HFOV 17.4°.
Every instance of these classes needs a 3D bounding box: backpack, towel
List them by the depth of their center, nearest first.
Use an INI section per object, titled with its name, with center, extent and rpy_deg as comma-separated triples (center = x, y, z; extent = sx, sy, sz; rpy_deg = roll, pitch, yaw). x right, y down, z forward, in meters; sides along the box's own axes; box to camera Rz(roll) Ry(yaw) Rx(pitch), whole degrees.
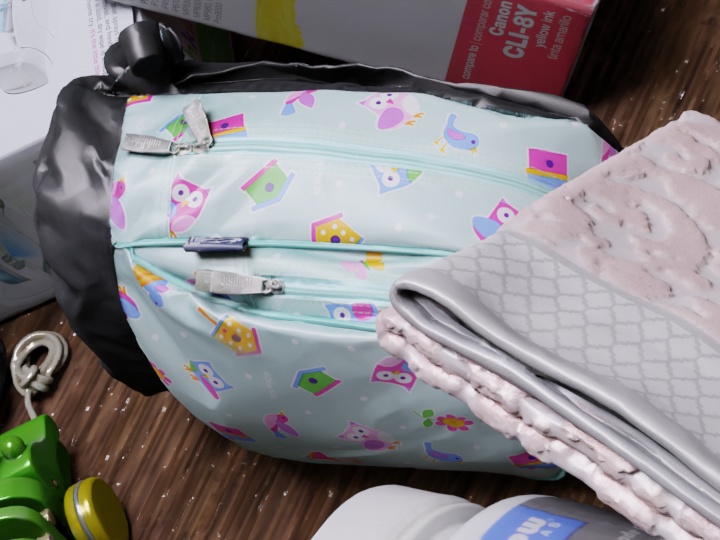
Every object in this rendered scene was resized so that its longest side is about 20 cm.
[towel]
center = 0.132, 0.028, 0.696
extent = 0.200, 0.032, 0.191
rpy_deg = 33, 37, 24
[backpack]
center = 0.000, 0.000, 0.828
extent = 0.199, 0.167, 0.127
rpy_deg = 4, 71, 18

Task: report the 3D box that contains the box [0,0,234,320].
[box]
center = -0.150, -0.094, 1.005
extent = 0.176, 0.097, 0.201
rpy_deg = -23, 51, 16

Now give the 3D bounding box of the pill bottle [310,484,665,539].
[pill bottle]
center = 0.079, 0.131, 0.706
extent = 0.199, 0.114, 0.114
rpy_deg = 11, 66, 35

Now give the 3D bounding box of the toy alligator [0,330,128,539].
[toy alligator]
center = -0.127, 0.092, 0.895
extent = 0.059, 0.054, 0.201
rpy_deg = -25, 50, 14

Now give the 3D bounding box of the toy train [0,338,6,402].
[toy train]
center = -0.209, 0.013, 0.901
extent = 0.034, 0.200, 0.046
rpy_deg = -24, 52, 28

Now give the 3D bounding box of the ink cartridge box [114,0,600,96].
[ink cartridge box]
center = 0.000, -0.162, 0.907
extent = 0.199, 0.083, 0.146
rpy_deg = 14, 65, 0
